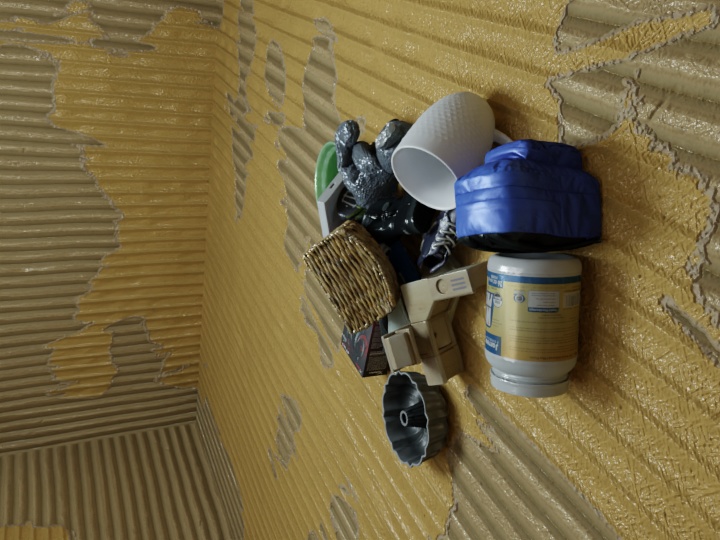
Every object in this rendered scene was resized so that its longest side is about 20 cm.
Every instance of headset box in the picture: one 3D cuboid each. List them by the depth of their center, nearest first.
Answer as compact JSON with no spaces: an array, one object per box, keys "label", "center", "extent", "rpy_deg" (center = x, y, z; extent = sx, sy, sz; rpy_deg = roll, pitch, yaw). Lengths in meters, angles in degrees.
[{"label":"headset box","center":[0.023,0.134,1.541],"extent":[0.149,0.073,0.205],"rpy_deg":[-130,44,-52]}]

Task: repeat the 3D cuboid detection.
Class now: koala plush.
[{"label":"koala plush","center":[0.062,-0.242,1.320],"extent":[0.198,0.174,0.189],"rpy_deg":[-24,60,48]}]

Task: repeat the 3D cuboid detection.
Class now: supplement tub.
[{"label":"supplement tub","center":[0.266,0.079,0.971],"extent":[0.144,0.141,0.206],"rpy_deg":[14,105,62]}]

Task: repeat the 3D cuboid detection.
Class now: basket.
[{"label":"basket","center":[0.000,0.000,1.288],"extent":[0.141,0.149,0.202],"rpy_deg":[-33,92,20]}]

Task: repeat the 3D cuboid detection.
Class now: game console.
[{"label":"game console","center":[0.087,-0.052,1.423],"extent":[0.174,0.117,0.200],"rpy_deg":[-64,13,-21]}]

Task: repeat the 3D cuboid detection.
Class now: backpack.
[{"label":"backpack","center":[0.237,-0.108,0.947],"extent":[0.162,0.195,0.173],"rpy_deg":[-14,81,63]}]

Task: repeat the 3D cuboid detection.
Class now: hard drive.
[{"label":"hard drive","center":[-0.050,-0.112,1.464],"extent":[0.026,0.133,0.204],"rpy_deg":[11,133,22]}]

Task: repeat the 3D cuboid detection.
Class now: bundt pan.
[{"label":"bundt pan","center":[0.124,0.316,1.359],"extent":[0.201,0.074,0.208],"rpy_deg":[13,104,62]}]

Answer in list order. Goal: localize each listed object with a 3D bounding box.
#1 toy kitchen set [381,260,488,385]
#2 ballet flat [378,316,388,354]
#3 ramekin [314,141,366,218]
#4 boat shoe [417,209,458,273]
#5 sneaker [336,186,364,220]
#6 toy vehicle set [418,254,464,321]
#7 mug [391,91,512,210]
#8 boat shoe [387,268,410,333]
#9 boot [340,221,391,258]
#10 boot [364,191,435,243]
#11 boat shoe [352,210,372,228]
[{"label":"toy kitchen set","center":[0.155,0.113,1.167],"extent":[0.178,0.161,0.205],"rpy_deg":[-16,91,48]},{"label":"ballet flat","center":[0.056,0.123,1.427],"extent":[0.056,0.066,0.204],"rpy_deg":[8,125,33]},{"label":"ramekin","center":[-0.037,-0.224,1.596],"extent":[0.199,0.095,0.206],"rpy_deg":[13,104,63]},{"label":"boat shoe","center":[0.172,-0.071,1.184],"extent":[0.201,0.073,0.094],"rpy_deg":[124,167,-55]},{"label":"sneaker","center":[0.010,-0.171,1.454],"extent":[0.073,0.200,0.082],"rpy_deg":[23,139,22]},{"label":"toy vehicle set","center":[0.156,0.055,1.317],"extent":[0.125,0.026,0.204],"rpy_deg":[52,137,49]},{"label":"mug","center":[0.179,-0.212,1.097],"extent":[0.197,0.177,0.149],"rpy_deg":[27,156,22]},{"label":"boat shoe","center":[0.091,0.095,1.355],"extent":[0.074,0.060,0.205],"rpy_deg":[-7,102,44]},{"label":"boot","center":[-0.014,-0.018,1.404],"extent":[0.143,0.073,0.202],"rpy_deg":[32,142,16]},{"label":"boot","center":[0.089,-0.150,1.270],"extent":[0.166,0.076,0.204],"rpy_deg":[-7,56,51]},{"label":"boat shoe","center":[0.002,-0.092,1.428],"extent":[0.076,0.065,0.199],"rpy_deg":[-63,11,-13]}]
